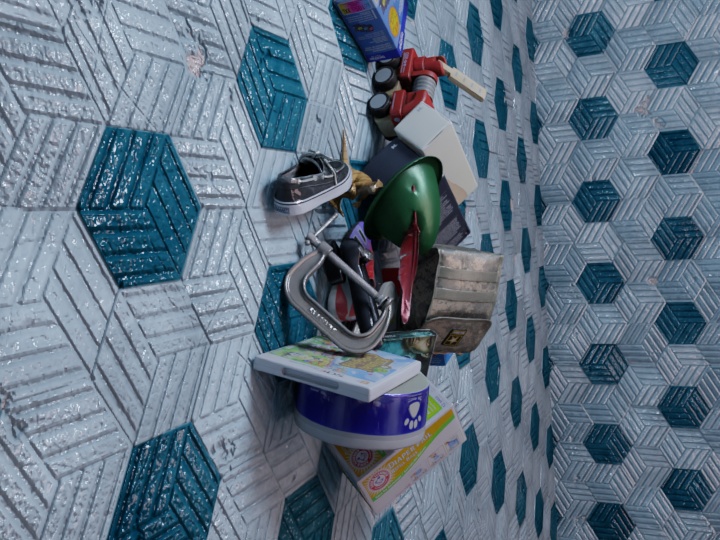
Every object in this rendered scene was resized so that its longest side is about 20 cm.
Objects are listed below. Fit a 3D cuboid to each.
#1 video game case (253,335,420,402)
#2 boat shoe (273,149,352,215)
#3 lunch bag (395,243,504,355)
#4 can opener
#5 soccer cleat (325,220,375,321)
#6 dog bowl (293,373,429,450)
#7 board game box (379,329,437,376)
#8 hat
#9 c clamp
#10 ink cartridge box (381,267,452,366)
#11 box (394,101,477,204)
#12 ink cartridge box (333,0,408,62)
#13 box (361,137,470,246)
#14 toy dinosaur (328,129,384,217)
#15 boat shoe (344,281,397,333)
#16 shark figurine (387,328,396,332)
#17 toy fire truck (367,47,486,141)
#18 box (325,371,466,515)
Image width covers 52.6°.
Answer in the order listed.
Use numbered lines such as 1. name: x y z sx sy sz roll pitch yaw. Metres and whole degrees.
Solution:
1. video game case: -0.027 0.135 1.050 0.199 0.179 0.023 -8 109 -66
2. boat shoe: -0.070 -0.147 1.108 0.199 0.072 0.069 -35 135 -52
3. lunch bag: 0.159 0.058 1.330 0.161 0.117 0.204 5 98 -32
4. can opener: -0.001 0.034 1.160 0.063 0.078 0.203 26 37 -54
5. soccer cleat: 0.000 0.000 1.252 0.069 0.072 0.203 61 36 -45
6. dog bowl: 0.002 0.190 1.077 0.199 0.196 0.081 -10 108 -65
7. board game box: 0.052 0.198 1.243 0.133 0.028 0.204 -2 115 -32
8. hat: 0.113 -0.051 1.171 0.201 0.176 0.165 -52 153 20
9. c clamp: -0.025 0.022 1.101 0.170 0.200 0.027 -39 170 -32
10. ink cartridge box: 0.113 0.083 1.449 0.067 0.114 0.204 -36 121 -61
11. box: 0.148 -0.216 1.398 0.078 0.095 0.200 -43 141 -4
12. ink cartridge box: 0.030 -0.490 1.363 0.200 0.075 0.139 49 45 -57
13. box: 0.106 -0.127 1.384 0.104 0.148 0.200 -42 141 -3
14. toy dinosaur: -0.014 -0.150 1.230 0.060 0.106 0.200 43 4 -38
15. boat shoe: 0.006 0.090 1.273 0.075 0.059 0.201 64 36 -30
16. shark figurine: 0.037 0.181 1.311 0.214 0.088 0.131 -40 125 -59
17. toy fire truck: 0.134 -0.346 1.432 0.129 0.196 0.179 52 43 -52
18. box: 0.059 0.279 1.198 0.199 0.112 0.102 -36 131 -12
